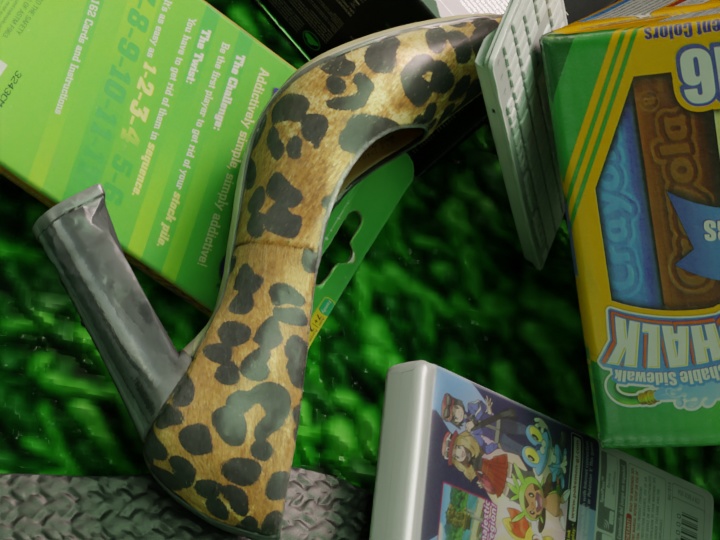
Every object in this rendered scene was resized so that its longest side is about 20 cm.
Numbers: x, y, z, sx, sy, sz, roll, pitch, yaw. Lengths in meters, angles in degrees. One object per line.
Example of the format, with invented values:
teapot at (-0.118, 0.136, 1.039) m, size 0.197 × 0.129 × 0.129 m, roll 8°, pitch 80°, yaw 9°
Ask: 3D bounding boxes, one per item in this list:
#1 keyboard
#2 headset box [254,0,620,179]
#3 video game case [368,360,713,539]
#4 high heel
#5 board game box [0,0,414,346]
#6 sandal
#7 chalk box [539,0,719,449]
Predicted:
keyboard at (0.068, -0.059, 0.890) m, size 0.011 × 0.200 × 0.056 m, roll 24°, pitch 75°, yaw 17°
headset box at (0.046, -0.171, 0.968) m, size 0.174 × 0.093 × 0.200 m, roll 48°, pitch 61°, yaw -2°
video game case at (0.066, 0.154, 0.868) m, size 0.182 × 0.023 × 0.200 m, roll 26°, pitch 62°, yaw -41°
high heel at (0.000, 0.000, 0.845) m, size 0.200 × 0.071 × 0.143 m, roll -29°, pitch 77°, yaw -6°
board game box at (-0.079, -0.056, 0.885) m, size 0.200 × 0.030 × 0.096 m, roll 35°, pitch 80°, yaw -18°
sandal at (-0.069, 0.107, 0.859) m, size 0.200 × 0.048 × 0.075 m, roll 8°, pitch 71°, yaw -7°
chalk box at (0.155, -0.005, 0.876) m, size 0.125 × 0.124 × 0.200 m, roll -29°, pitch 113°, yaw -63°
